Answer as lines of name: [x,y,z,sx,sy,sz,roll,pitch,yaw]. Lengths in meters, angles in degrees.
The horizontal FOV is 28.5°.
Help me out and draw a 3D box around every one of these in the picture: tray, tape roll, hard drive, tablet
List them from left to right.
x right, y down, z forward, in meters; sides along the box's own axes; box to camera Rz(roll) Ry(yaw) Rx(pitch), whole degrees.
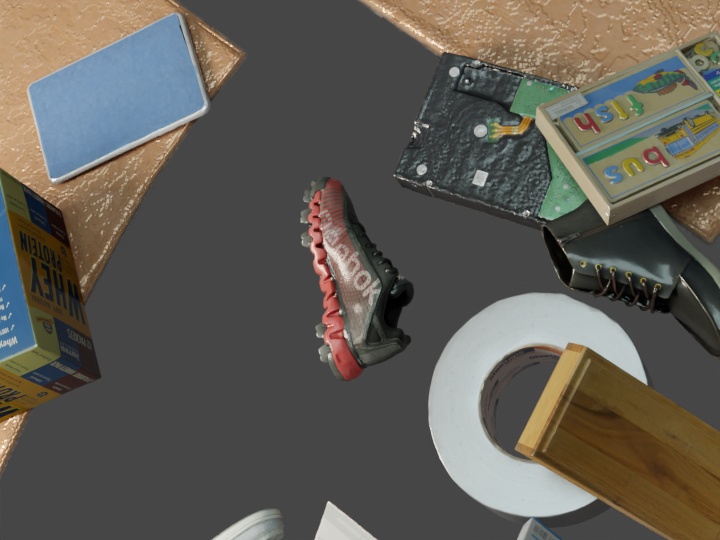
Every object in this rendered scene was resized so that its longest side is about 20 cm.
tablet: [-0.264,-0.186,1.535,0.198,0.014,0.131,-24,68,11]
hard drive: [0.146,-0.120,1.363,0.198,0.038,0.141,18,80,23]
tape roll: [0.163,0.125,1.266,0.198,0.066,0.203,-5,72,17]
tray: [0.234,0.153,1.180,0.199,0.037,0.099,31,82,-18]

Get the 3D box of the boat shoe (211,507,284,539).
boat shoe: [-0.136,0.303,1.310,0.202,0.074,0.065,-46,71,5]

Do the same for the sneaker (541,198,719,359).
sneaker: [0.249,0.017,1.250,0.105,0.075,0.201,-27,60,-14]

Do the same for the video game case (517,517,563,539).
video game case: [0.162,0.306,1.133,0.143,0.200,0.018,39,127,-1]

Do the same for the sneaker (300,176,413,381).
sneaker: [0.000,0.000,1.356,0.097,0.071,0.203,-15,71,14]

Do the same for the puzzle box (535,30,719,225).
puzzle box: [0.275,-0.132,1.285,0.198,0.026,0.134,-24,59,-12]

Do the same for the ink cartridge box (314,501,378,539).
ink cartridge box: [0.028,0.313,1.215,0.199,0.043,0.175,35,120,25]

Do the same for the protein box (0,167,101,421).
protein box: [-0.399,0.040,1.442,0.197,0.135,0.202,-23,67,10]
